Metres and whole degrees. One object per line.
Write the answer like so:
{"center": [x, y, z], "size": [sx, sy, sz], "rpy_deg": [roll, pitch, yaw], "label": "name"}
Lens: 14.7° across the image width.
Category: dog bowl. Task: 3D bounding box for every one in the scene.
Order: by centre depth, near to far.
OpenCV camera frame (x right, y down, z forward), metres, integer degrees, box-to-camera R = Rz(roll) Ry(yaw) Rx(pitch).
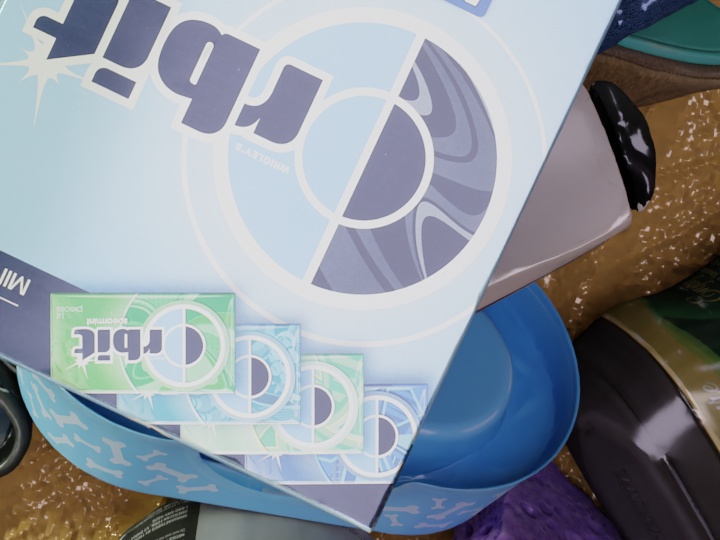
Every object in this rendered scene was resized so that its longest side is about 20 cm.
{"center": [-0.026, 0.033, 0.958], "size": [0.199, 0.050, 0.112], "rpy_deg": [11, 51, -15], "label": "dog bowl"}

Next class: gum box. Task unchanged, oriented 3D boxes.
{"center": [-0.031, -0.048, 0.848], "size": [0.169, 0.045, 0.201], "rpy_deg": [26, 90, -4], "label": "gum box"}

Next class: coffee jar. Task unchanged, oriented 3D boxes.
{"center": [0.166, 0.025, 1.009], "size": [0.200, 0.085, 0.104], "rpy_deg": [-35, 113, -6], "label": "coffee jar"}

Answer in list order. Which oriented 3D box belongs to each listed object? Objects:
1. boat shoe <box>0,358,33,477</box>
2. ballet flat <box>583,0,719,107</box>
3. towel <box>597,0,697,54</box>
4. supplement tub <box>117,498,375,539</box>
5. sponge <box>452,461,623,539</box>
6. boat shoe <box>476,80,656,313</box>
{"center": [-0.202, 0.024, 0.936], "size": [0.199, 0.057, 0.069], "rpy_deg": [17, 95, -16], "label": "boat shoe"}
{"center": [0.039, -0.083, 0.968], "size": [0.199, 0.068, 0.072], "rpy_deg": [13, 124, -32], "label": "ballet flat"}
{"center": [0.050, -0.164, 0.894], "size": [0.111, 0.049, 0.201], "rpy_deg": [-29, 107, -17], "label": "towel"}
{"center": [-0.040, 0.167, 0.913], "size": [0.122, 0.200, 0.123], "rpy_deg": [0, 115, 0], "label": "supplement tub"}
{"center": [0.072, 0.149, 0.956], "size": [0.030, 0.200, 0.112], "rpy_deg": [-36, 109, 23], "label": "sponge"}
{"center": [0.000, 0.000, 0.923], "size": [0.199, 0.093, 0.075], "rpy_deg": [-19, 84, -4], "label": "boat shoe"}
